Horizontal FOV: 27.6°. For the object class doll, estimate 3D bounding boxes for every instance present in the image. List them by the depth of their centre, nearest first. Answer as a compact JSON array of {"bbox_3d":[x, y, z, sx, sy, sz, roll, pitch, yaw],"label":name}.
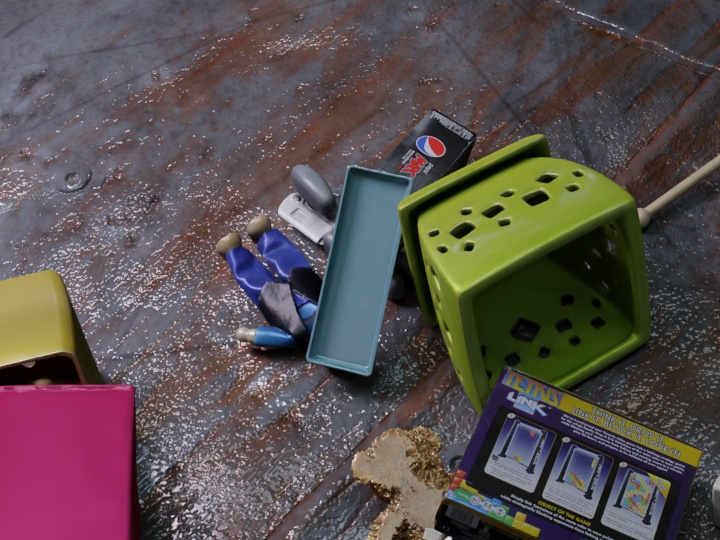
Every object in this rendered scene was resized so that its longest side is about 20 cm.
[{"bbox_3d":[-0.076,0.032,1.543,0.136,0.049,0.200,-32,57,-17],"label":"doll"}]

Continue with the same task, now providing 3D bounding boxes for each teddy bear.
[{"bbox_3d":[0.073,0.236,1.334,0.199,0.067,0.145,32,72,26],"label":"teddy bear"}]

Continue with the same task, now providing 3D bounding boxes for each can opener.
[{"bbox_3d":[-0.017,-0.040,1.586,0.053,0.067,0.200,-38,57,-22],"label":"can opener"}]

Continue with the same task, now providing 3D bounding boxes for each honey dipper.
[{"bbox_3d":[0.369,-0.103,1.573,0.199,0.038,0.038,-35,51,-15],"label":"honey dipper"}]

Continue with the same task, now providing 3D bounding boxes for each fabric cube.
[{"bbox_3d":[-0.293,0.240,1.289,0.194,0.201,0.201,-1,48,-7],"label":"fabric cube"}]

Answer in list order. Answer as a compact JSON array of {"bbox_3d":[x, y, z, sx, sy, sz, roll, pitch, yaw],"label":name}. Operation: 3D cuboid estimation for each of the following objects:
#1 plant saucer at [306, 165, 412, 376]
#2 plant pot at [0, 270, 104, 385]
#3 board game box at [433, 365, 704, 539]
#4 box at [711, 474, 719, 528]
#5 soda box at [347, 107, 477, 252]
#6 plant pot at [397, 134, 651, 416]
[{"bbox_3d":[0.000,0.000,1.465,0.069,0.019,0.202,12,91,11],"label":"plant saucer"},{"bbox_3d":[-0.347,0.115,1.444,0.198,0.201,0.177,-13,39,1],"label":"plant pot"},{"bbox_3d":[0.186,0.194,1.297,0.198,0.057,0.166,23,47,10],"label":"board game box"},{"bbox_3d":[0.396,0.154,1.322,0.082,0.069,0.200,21,57,28],"label":"box"},{"bbox_3d":[0.051,-0.089,1.565,0.063,0.071,0.200,30,44,11],"label":"soda box"},{"bbox_3d":[0.151,-0.004,1.432,0.199,0.200,0.182,-26,43,-10],"label":"plant pot"}]
